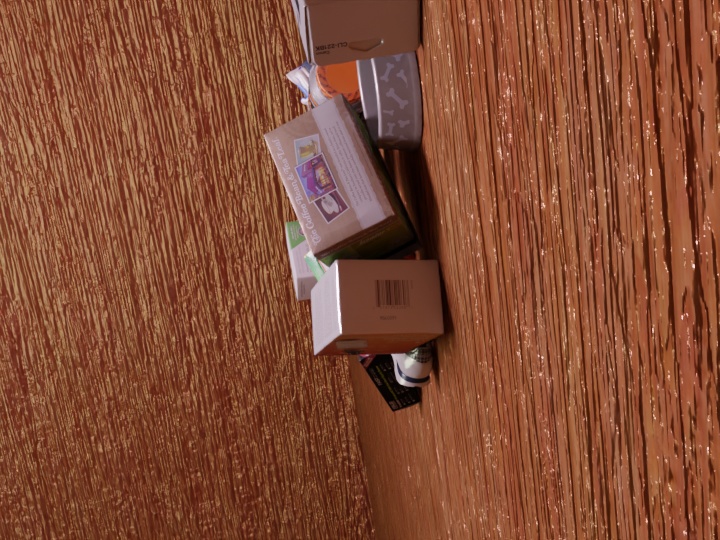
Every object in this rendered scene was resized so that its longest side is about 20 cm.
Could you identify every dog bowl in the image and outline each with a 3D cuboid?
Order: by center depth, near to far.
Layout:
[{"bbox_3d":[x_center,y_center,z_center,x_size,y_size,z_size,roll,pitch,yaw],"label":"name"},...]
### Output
[{"bbox_3d":[0.036,-0.264,1.156,0.200,0.058,0.202,171,90,-84],"label":"dog bowl"}]

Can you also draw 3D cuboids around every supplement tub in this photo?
[{"bbox_3d":[-0.032,-0.314,1.444,0.200,0.121,0.124,123,137,-81],"label":"supplement tub"}]

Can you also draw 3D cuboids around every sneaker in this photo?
[{"bbox_3d":[0.078,0.104,1.372,0.200,0.076,0.081,-118,26,-52],"label":"sneaker"},{"bbox_3d":[-0.076,-0.416,1.588,0.081,0.145,0.202,171,89,-84],"label":"sneaker"}]

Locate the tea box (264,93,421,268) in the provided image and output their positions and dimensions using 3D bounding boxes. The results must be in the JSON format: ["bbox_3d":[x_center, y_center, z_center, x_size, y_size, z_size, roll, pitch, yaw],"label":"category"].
[{"bbox_3d":[-0.021,-0.113,1.205,0.201,0.133,0.197,67,-170,17],"label":"tea box"}]

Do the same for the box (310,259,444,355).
[{"bbox_3d":[0.018,0.059,1.205,0.200,0.151,0.107,132,135,-71],"label":"box"}]

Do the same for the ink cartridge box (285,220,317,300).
[{"bbox_3d":[-0.042,-0.032,1.650,0.085,0.198,0.147,93,165,-55],"label":"ink cartridge box"}]

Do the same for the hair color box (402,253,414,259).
[{"bbox_3d":[0.024,-0.070,1.417,0.102,0.061,0.201,-53,38,42],"label":"hair color box"}]

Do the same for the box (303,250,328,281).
[{"bbox_3d":[0.000,0.000,1.460,0.199,0.048,0.118,-11,-115,-57],"label":"box"}]

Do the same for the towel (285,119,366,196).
[{"bbox_3d":[-0.040,-0.192,1.402,0.200,0.022,0.147,-12,-48,-59],"label":"towel"}]

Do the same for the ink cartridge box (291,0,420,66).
[{"bbox_3d":[-0.014,-0.357,1.054,0.084,0.143,0.201,86,172,-45],"label":"ink cartridge box"}]

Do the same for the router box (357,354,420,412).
[{"bbox_3d":[0.042,0.149,1.532,0.200,0.062,0.151,61,-169,-47],"label":"router box"}]
